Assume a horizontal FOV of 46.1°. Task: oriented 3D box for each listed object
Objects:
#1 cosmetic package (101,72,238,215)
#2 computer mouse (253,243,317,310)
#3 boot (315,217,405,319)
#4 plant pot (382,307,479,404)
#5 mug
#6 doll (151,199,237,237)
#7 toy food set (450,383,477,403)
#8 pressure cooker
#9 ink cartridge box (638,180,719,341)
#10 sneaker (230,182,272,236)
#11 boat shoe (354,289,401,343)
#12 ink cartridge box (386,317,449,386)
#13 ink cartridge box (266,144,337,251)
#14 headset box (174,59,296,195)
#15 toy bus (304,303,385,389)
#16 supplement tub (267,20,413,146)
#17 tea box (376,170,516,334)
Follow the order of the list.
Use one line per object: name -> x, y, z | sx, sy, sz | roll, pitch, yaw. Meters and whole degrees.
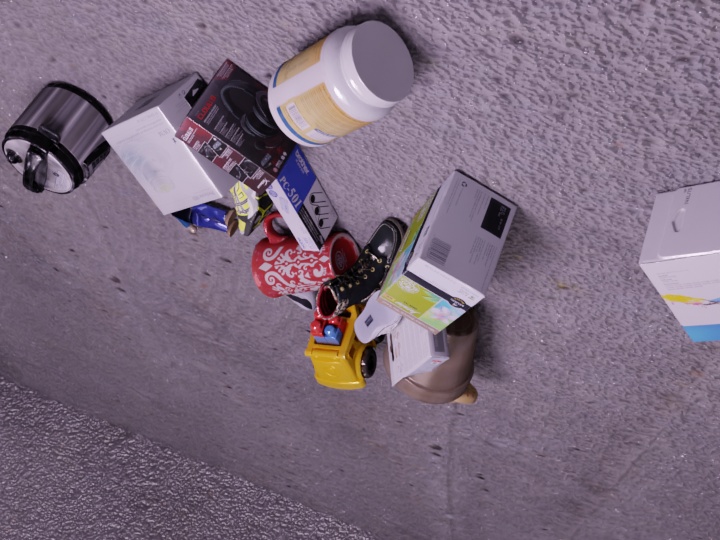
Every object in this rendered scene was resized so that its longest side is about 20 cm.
cosmetic package -> -0.337, -0.229, 1.579 | 0.199, 0.123, 0.200 | -10, 124, 44
computer mouse -> -0.158, 0.021, 1.902 | 0.044, 0.110, 0.200 | -32, 132, 30
boot -> 0.001, 0.002, 1.631 | 0.073, 0.153, 0.204 | 40, 128, 21
plant pot -> 0.166, 0.148, 1.774 | 0.199, 0.200, 0.174 | 24, 132, 3
mug -> -0.121, -0.027, 1.753 | 0.199, 0.134, 0.178 | -5, 140, 35
doll -> -0.369, -0.128, 1.857 | 0.199, 0.049, 0.137 | 19, 148, 10
toy food set -> 0.165, 0.223, 1.889 | 0.197, 0.200, 0.049 | 24, 113, -9
pressure cooker -> -0.617, -0.251, 1.708 | 0.178, 0.201, 0.176 | 7, 144, 27
ink cartridge box -> 0.538, -0.013, 1.270 | 0.146, 0.147, 0.200 | -10, 135, 45
sneaker -> -0.224, -0.150, 1.708 | 0.076, 0.075, 0.200 | 30, 140, 9
boat shoe -> 0.051, 0.082, 1.698 | 0.074, 0.065, 0.200 | 65, 149, 11
ink cartridge box -> 0.110, 0.130, 1.694 | 0.050, 0.163, 0.200 | 3, 156, -18
ink cartridge box -> -0.114, -0.136, 1.614 | 0.044, 0.094, 0.200 | 5, 143, 31
headset box -> -0.209, -0.252, 1.458 | 0.200, 0.149, 0.077 | 35, 147, -15
toy bus -> -0.044, 0.130, 1.851 | 0.135, 0.201, 0.192 | 2, 144, 26
supplement tub -> -0.031, -0.281, 1.285 | 0.145, 0.145, 0.200 | 43, 146, -26
tea box -> 0.148, -0.027, 1.482 | 0.133, 0.201, 0.197 | 29, 149, -6
